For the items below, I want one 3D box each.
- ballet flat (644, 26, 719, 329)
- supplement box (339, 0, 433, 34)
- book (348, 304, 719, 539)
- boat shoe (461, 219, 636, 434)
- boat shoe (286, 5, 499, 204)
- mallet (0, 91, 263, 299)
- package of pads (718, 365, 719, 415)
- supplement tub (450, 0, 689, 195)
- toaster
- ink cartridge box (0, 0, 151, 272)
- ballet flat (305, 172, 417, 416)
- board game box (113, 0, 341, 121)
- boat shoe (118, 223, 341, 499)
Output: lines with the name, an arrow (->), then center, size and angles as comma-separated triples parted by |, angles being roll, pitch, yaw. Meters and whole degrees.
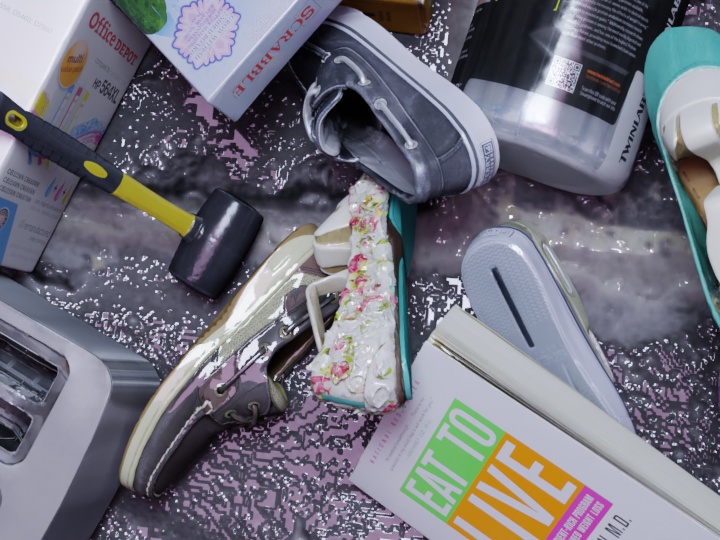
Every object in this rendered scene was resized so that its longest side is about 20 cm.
ballet flat -> 0.195, -0.047, 0.729 | 0.067, 0.070, 0.203 | -21, 73, 22
supplement box -> -0.049, -0.203, 0.883 | 0.197, 0.067, 0.070 | 12, 84, 7
book -> 0.102, 0.133, 0.820 | 0.199, 0.048, 0.135 | 34, 125, 9
boat shoe -> 0.125, 0.061, 0.837 | 0.071, 0.062, 0.202 | -16, 101, 34
boat shoe -> -0.002, -0.096, 0.822 | 0.067, 0.073, 0.200 | -24, 44, -24
mallet -> -0.146, -0.041, 0.832 | 0.041, 0.199, 0.067 | 27, 93, 50
package of pads -> 0.253, 0.000, 0.803 | 0.074, 0.121, 0.203 | 6, 86, 7
supplement tub -> 0.132, -0.158, 0.830 | 0.121, 0.123, 0.203 | 19, 87, 8
toaster -> -0.233, 0.105, 0.847 | 0.198, 0.119, 0.183 | 29, 89, 8
ink cartridge box -> -0.230, -0.121, 0.863 | 0.124, 0.129, 0.202 | 28, 89, 8
ballet flat -> 0.000, 0.000, 0.812 | 0.063, 0.076, 0.202 | -4, 41, 8
board game box -> -0.075, -0.229, 0.817 | 0.200, 0.041, 0.200 | -47, 68, 7
boat shoe -> -0.072, 0.065, 0.856 | 0.065, 0.073, 0.201 | 36, 89, 13
